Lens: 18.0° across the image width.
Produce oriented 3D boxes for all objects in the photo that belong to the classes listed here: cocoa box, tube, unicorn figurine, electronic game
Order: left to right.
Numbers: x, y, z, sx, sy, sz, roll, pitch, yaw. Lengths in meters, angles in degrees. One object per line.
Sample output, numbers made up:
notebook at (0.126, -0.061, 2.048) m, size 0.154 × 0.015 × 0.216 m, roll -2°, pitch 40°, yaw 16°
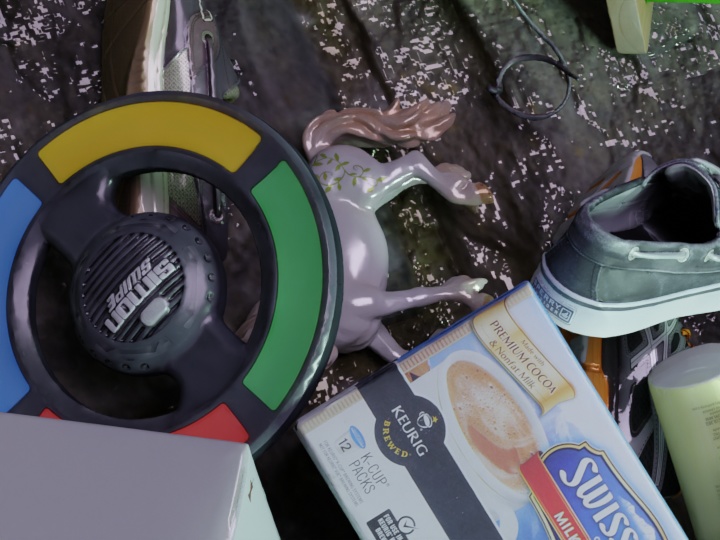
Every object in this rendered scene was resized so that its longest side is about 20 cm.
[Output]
electronic game at (-0.103, 0.011, 1.087) m, size 0.199 × 0.042 × 0.201 m, roll -5°, pitch 75°, yaw 18°
unicorn figurine at (0.000, 0.000, 1.185) m, size 0.137 × 0.074 × 0.200 m, roll 5°, pitch 52°, yaw -11°
cocoa box at (0.075, 0.126, 1.092) m, size 0.131 × 0.133 × 0.200 m, roll -31°, pitch 83°, yaw -2°
tube at (0.200, 0.137, 1.189) m, size 0.058 × 0.052 × 0.200 m, roll -18°, pitch 107°, yaw 10°

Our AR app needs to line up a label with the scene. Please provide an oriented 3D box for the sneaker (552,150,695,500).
sneaker at (0.143, 0.034, 1.225) m, size 0.077 × 0.078 × 0.201 m, roll 14°, pitch 74°, yaw -17°

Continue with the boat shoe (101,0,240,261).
boat shoe at (-0.095, -0.094, 1.181) m, size 0.065 × 0.072 × 0.201 m, roll 9°, pitch 68°, yaw -25°

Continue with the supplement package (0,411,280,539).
supplement package at (-0.145, 0.137, 0.985) m, size 0.199 × 0.117 × 0.118 m, roll 6°, pitch 62°, yaw 10°

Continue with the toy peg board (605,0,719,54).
toy peg board at (0.191, -0.258, 1.286) m, size 0.098 × 0.199 × 0.201 m, roll 2°, pitch 62°, yaw 15°

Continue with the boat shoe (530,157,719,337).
boat shoe at (0.164, -0.024, 1.150) m, size 0.200 × 0.068 × 0.072 m, roll -14°, pitch 48°, yaw -45°

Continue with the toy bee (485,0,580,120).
toy bee at (0.079, -0.204, 1.266) m, size 0.131 × 0.109 × 0.200 m, roll -35°, pitch 66°, yaw -4°
